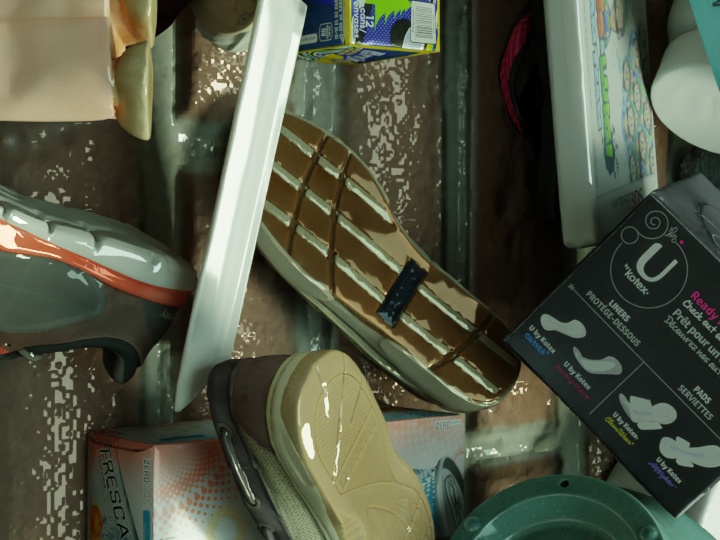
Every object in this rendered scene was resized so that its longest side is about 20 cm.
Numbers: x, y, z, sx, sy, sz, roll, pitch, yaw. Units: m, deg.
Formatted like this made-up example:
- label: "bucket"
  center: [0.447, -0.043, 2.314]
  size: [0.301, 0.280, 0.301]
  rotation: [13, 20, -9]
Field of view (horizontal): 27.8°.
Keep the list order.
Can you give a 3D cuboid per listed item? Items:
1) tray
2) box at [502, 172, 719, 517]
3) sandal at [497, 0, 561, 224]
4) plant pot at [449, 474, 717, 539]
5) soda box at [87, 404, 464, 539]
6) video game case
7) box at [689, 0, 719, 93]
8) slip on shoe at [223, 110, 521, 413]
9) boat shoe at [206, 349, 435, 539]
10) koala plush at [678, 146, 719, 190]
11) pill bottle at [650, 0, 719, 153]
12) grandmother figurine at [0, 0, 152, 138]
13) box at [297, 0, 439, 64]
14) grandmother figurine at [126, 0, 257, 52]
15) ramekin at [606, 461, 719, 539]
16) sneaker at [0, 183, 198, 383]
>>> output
- label: "tray"
  center: [-0.052, -0.042, 0.667]
  size: [0.022, 0.107, 0.201]
  rotation: [12, 104, -5]
- label: "box"
  center: [0.185, 0.032, 0.807]
  size: [0.132, 0.115, 0.200]
  rotation: [46, 20, 10]
- label: "sandal"
  center: [0.108, -0.126, 0.864]
  size: [0.075, 0.045, 0.201]
  rotation: [4, 84, -67]
- label: "plant pot"
  center: [0.112, 0.189, 0.746]
  size: [0.200, 0.200, 0.134]
  rotation: [-54, 139, -25]
- label: "soda box"
  center: [-0.038, 0.109, 0.740]
  size: [0.200, 0.063, 0.069]
  rotation: [-1, 92, -39]
- label: "video game case"
  center: [0.144, -0.123, 0.859]
  size: [0.182, 0.024, 0.201]
  rotation: [-19, 105, -66]
- label: "box"
  center: [0.225, -0.180, 0.819]
  size: [0.082, 0.049, 0.200]
  rotation: [-34, 111, -26]
- label: "slip on shoe"
  center: [0.000, 0.000, 0.774]
  size: [0.200, 0.061, 0.076]
  rotation: [41, 66, -13]
- label: "boat shoe"
  center: [-0.016, 0.109, 0.676]
  size: [0.072, 0.065, 0.200]
  rotation: [-57, 143, -33]
- label: "koala plush"
  center: [0.338, 0.002, 0.995]
  size: [0.200, 0.183, 0.178]
  rotation: [7, 88, -51]
- label: "pill bottle"
  center: [0.265, -0.180, 0.947]
  size: [0.110, 0.109, 0.200]
  rotation: [42, 62, -32]
- label: "grandmother figurine"
  center: [-0.181, -0.083, 0.557]
  size: [0.199, 0.061, 0.122]
  rotation: [2, 63, -5]
- label: "box"
  center: [-0.003, -0.211, 0.754]
  size: [0.064, 0.070, 0.201]
  rotation: [-1, 92, -39]
- label: "grandmother figurine"
  center: [-0.109, -0.145, 0.665]
  size: [0.200, 0.061, 0.121]
  rotation: [14, 124, -45]
- label: "ramekin"
  center: [0.238, 0.191, 0.950]
  size: [0.200, 0.098, 0.201]
  rotation: [-2, 93, -40]
- label: "sneaker"
  center: [-0.167, 0.003, 0.625]
  size: [0.200, 0.077, 0.082]
  rotation: [20, 98, -28]
